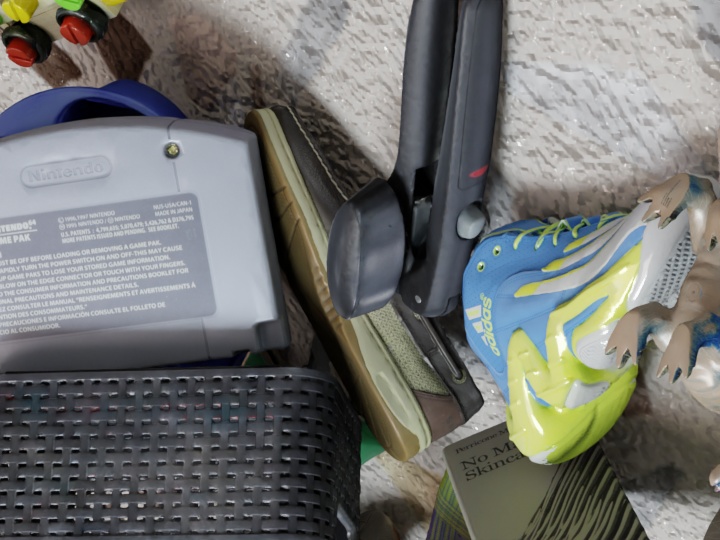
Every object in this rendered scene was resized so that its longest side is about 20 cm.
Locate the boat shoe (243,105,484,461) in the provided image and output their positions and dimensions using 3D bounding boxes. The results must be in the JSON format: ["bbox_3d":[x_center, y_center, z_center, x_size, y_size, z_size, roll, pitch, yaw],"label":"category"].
[{"bbox_3d":[0.000,0.000,1.049,0.201,0.064,0.073,65,163,4],"label":"boat shoe"}]

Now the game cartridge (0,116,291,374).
[{"bbox_3d":[-0.143,-0.012,1.050,0.198,0.042,0.135,-7,98,11],"label":"game cartridge"}]

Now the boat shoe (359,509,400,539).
[{"bbox_3d":[-0.004,0.208,1.273,0.072,0.076,0.200,47,159,2],"label":"boat shoe"}]

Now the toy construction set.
[{"bbox_3d":[-0.195,-0.183,1.095,0.131,0.093,0.199,39,166,-29],"label":"toy construction set"}]

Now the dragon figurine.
[{"bbox_3d":[0.162,0.004,0.807,0.059,0.099,0.202,12,88,55],"label":"dragon figurine"}]

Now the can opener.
[{"bbox_3d":[0.037,-0.056,0.944,0.063,0.079,0.201,32,133,20],"label":"can opener"}]

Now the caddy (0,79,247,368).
[{"bbox_3d":[-0.140,-0.012,1.122,0.201,0.140,0.105,63,-170,-15],"label":"caddy"}]

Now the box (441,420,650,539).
[{"bbox_3d":[0.100,0.144,0.951,0.200,0.082,0.069,-113,1,-65],"label":"box"}]

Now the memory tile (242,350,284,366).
[{"bbox_3d":[-0.130,0.000,1.275,0.199,0.017,0.154,13,132,47],"label":"memory tile"}]

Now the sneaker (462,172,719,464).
[{"bbox_3d":[0.094,0.003,0.912,0.105,0.075,0.201,52,142,22],"label":"sneaker"}]

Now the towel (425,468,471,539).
[{"bbox_3d":[0.093,0.206,1.180,0.143,0.023,0.201,37,146,26],"label":"towel"}]

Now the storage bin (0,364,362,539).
[{"bbox_3d":[-0.104,0.114,1.061,0.198,0.095,0.135,-3,161,8],"label":"storage bin"}]

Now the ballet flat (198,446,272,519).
[{"bbox_3d":[-0.073,0.172,1.203,0.073,0.073,0.201,38,143,23],"label":"ballet flat"}]

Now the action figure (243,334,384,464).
[{"bbox_3d":[-0.054,0.096,1.216,0.118,0.055,0.200,36,147,-13],"label":"action figure"}]

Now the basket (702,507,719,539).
[{"bbox_3d":[0.235,0.139,0.793,0.136,0.181,0.200,38,165,-19],"label":"basket"}]
